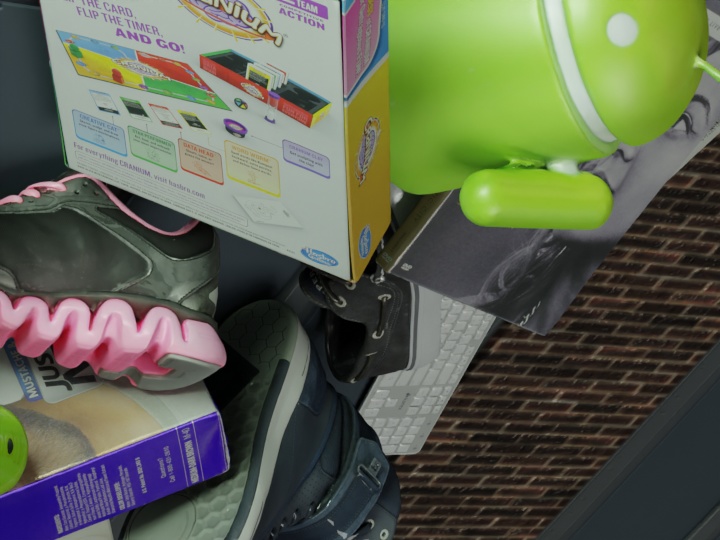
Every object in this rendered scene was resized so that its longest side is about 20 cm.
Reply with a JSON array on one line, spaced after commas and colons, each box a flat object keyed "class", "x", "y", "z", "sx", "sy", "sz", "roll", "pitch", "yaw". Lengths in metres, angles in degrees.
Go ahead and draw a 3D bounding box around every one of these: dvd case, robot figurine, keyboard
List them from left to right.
[{"class": "keyboard", "x": 0.042, "y": 0.042, "z": 1.650, "sx": 0.056, "sy": 0.011, "sz": 0.200, "roll": -6, "pitch": 142, "yaw": -31}, {"class": "robot figurine", "x": 0.068, "y": -0.101, "z": 1.330, "sx": 0.199, "sy": 0.176, "sz": 0.116, "roll": -12, "pitch": 166, "yaw": 22}, {"class": "dvd case", "x": 0.111, "y": -0.062, "z": 1.457, "sx": 0.200, "sy": 0.016, "sz": 0.149, "roll": -53, "pitch": 143, "yaw": 12}]

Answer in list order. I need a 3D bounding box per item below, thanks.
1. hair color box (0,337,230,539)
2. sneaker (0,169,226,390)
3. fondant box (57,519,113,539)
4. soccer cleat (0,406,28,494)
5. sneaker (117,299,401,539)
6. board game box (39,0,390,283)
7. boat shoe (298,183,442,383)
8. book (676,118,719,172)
[{"class": "hair color box", "x": -0.177, "y": 0.078, "z": 1.443, "sx": 0.199, "sy": 0.109, "sz": 0.065, "roll": -22, "pitch": 148, "yaw": -10}, {"class": "sneaker", "x": -0.154, "y": -0.010, "z": 1.377, "sx": 0.199, "sy": 0.096, "sz": 0.079, "roll": 15, "pitch": 162, "yaw": -21}, {"class": "fondant box", "x": -0.206, "y": 0.151, "z": 1.554, "sx": 0.144, "sy": 0.058, "sz": 0.200, "roll": -22, "pitch": 143, "yaw": -12}, {"class": "soccer cleat", "x": -0.254, "y": 0.080, "z": 1.353, "sx": 0.199, "sy": 0.068, "sz": 0.081, "roll": -3, "pitch": 168, "yaw": 8}, {"class": "sneaker", "x": -0.049, "y": 0.138, "z": 1.531, "sx": 0.077, "sy": 0.203, "sz": 0.146, "roll": 2, "pitch": 141, "yaw": 33}, {"class": "board game box", "x": -0.062, "y": -0.091, "z": 1.257, "sx": 0.040, "sy": 0.153, "sz": 0.200, "roll": -59, "pitch": 163, "yaw": -30}, {"class": "boat shoe", "x": 0.000, "y": 0.000, "z": 1.511, "sx": 0.066, "sy": 0.070, "sz": 0.200, "roll": -23, "pitch": 156, "yaw": -10}, {"class": "book", "x": 0.112, "y": -0.089, "z": 1.483, "sx": 0.134, "sy": 0.048, "sz": 0.200, "roll": -43, "pitch": 146, "yaw": 17}]
